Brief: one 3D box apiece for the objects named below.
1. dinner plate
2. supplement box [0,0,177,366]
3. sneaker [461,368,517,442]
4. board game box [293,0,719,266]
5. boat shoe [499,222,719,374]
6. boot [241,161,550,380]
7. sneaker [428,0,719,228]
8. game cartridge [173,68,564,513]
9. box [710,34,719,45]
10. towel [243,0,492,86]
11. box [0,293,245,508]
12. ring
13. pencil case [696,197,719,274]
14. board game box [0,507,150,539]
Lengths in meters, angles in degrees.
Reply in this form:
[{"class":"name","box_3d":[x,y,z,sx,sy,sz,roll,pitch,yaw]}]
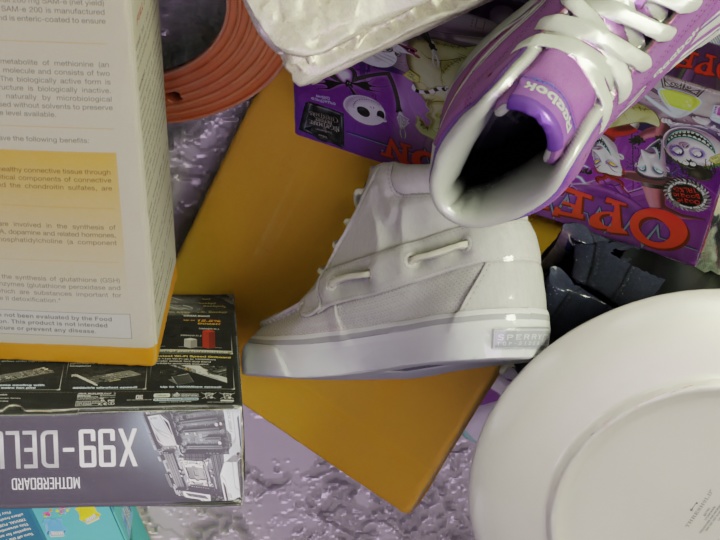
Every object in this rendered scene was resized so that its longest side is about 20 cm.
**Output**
[{"class":"dinner plate","box_3d":[0.146,0.100,0.749,0.198,0.024,0.202,-1,120,-1]},{"class":"supplement box","box_3d":[-0.149,-0.060,0.747,0.125,0.074,0.201,3,125,2]},{"class":"sneaker","box_3d":[0.116,0.051,0.922,0.139,0.078,0.200,-32,123,31]},{"class":"board game box","box_3d":[0.065,-0.075,0.755,0.198,0.032,0.120,18,152,12]},{"class":"boat shoe","box_3d":[0.102,0.049,0.831,0.092,0.075,0.200,24,142,-1]},{"class":"boot","box_3d":[0.013,0.000,0.804,0.073,0.097,0.199,4,171,-40]},{"class":"sneaker","box_3d":[0.097,-0.090,0.625,0.072,0.114,0.201,37,118,-3]},{"class":"game cartridge","box_3d":[0.000,0.000,0.874,0.176,0.032,0.201,33,117,7]},{"class":"box","box_3d":[0.149,-0.174,0.736,0.147,0.105,0.201,-22,139,-1]},{"class":"towel","box_3d":[-0.011,-0.186,0.684,0.132,0.034,0.201,-23,96,-2]},{"class":"box","box_3d":[-0.155,0.057,0.810,0.198,0.158,0.050,-1,107,-6]},{"class":"ring","box_3d":[-0.123,-0.134,0.777,0.198,0.019,0.201,6,146,4]},{"class":"pencil case","box_3d":[0.178,-0.028,0.890,0.199,0.078,0.089,27,129,-22]},{"class":"board game box","box_3d":[-0.217,0.115,0.960,0.150,0.047,0.201,-15,124,3]}]
